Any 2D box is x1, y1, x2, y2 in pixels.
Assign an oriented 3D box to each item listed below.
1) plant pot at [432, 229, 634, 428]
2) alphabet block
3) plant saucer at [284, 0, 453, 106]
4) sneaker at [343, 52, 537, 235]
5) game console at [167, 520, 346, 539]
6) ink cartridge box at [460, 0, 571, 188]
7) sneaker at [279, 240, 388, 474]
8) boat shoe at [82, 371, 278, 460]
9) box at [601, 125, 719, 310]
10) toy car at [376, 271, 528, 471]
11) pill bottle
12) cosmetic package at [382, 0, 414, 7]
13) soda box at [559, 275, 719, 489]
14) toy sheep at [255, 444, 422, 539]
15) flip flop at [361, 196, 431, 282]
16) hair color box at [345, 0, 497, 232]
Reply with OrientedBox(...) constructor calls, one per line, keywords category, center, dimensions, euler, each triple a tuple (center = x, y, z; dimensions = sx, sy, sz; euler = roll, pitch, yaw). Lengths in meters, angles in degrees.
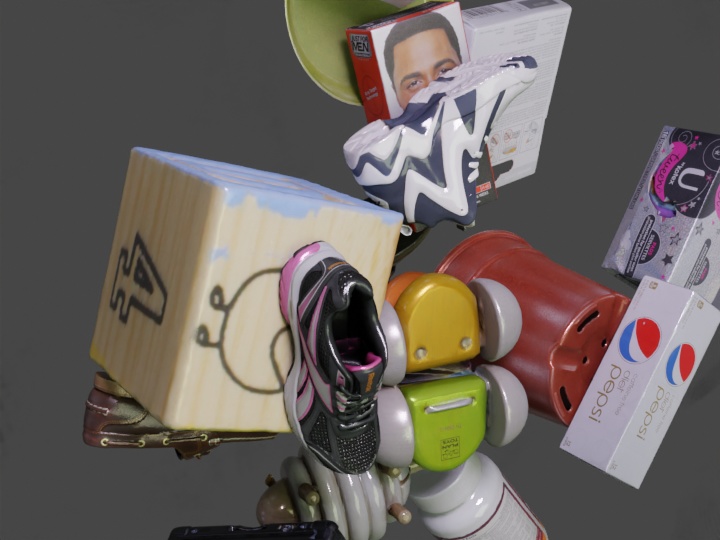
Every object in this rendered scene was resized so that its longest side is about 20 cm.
OrientedBox(category="plant pot", center=(0.199, 0.074, 1.156), dimensions=(0.199, 0.195, 0.203), euler=(-10, 109, -32))
OrientedBox(category="alphabet block", center=(-0.106, 0.016, 0.929), dimensions=(0.194, 0.196, 0.202), euler=(7, 100, -34))
OrientedBox(category="plant saucer", center=(0.005, -0.265, 1.027), dimensions=(0.198, 0.031, 0.202), euler=(-11, 109, -31))
OrientedBox(category="sneaker", center=(0.094, -0.107, 0.977), dimensions=(0.198, 0.079, 0.130), euler=(-35, 117, -12))
OrientedBox(category="game console", center=(-0.110, 0.305, 0.990), dimensions=(0.177, 0.198, 0.117), euler=(61, 35, -31))
OrientedBox(category="ink cartridge box", center=(0.145, -0.187, 1.134), dimensions=(0.162, 0.057, 0.202), euler=(-22, 136, -38))
OrientedBox(category="sneaker", center=(-0.015, 0.083, 0.837), dimensions=(0.080, 0.086, 0.202), euler=(-24, 117, -25))
OrientedBox(category="boat shoe", center=(-0.168, 0.146, 1.001), dimensions=(0.198, 0.070, 0.071), euler=(12, 90, -28))
OrientedBox(category="box", center=(0.418, -0.060, 1.319), dimensions=(0.131, 0.114, 0.202), euler=(26, 88, -37))
OrientedBox(category="toy car", center=(0.067, 0.098, 1.063), dimensions=(0.173, 0.150, 0.202), euler=(-10, 100, -21))
OrientedBox(category="pill bottle", center=(0.133, 0.282, 1.223), dimensions=(0.110, 0.109, 0.200), euler=(-47, 123, -14))
OrientedBox(category="cosmetic package", center=(0.025, -0.357, 0.946), dimensions=(0.112, 0.081, 0.203), euler=(10, 81, -31))
OrientedBox(category="soda box", center=(0.286, 0.112, 1.063), dimensions=(0.063, 0.068, 0.202), euler=(29, 86, -37))
OrientedBox(category="toy sheep", center=(-0.013, 0.229, 1.090), dimensions=(0.198, 0.138, 0.139), euler=(-11, 110, -16))
OrientedBox(category="flip flop", center=(0.000, 0.000, 1.079), dimensions=(0.201, 0.081, 0.058), euler=(-54, 161, -19))
OrientedBox(category="hair color box", center=(0.062, -0.152, 1.028), dimensions=(0.101, 0.061, 0.202), euler=(-22, 111, -19))
